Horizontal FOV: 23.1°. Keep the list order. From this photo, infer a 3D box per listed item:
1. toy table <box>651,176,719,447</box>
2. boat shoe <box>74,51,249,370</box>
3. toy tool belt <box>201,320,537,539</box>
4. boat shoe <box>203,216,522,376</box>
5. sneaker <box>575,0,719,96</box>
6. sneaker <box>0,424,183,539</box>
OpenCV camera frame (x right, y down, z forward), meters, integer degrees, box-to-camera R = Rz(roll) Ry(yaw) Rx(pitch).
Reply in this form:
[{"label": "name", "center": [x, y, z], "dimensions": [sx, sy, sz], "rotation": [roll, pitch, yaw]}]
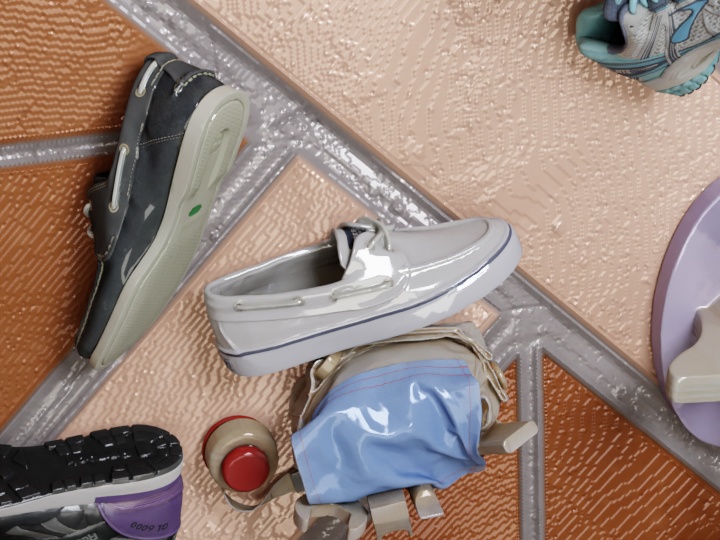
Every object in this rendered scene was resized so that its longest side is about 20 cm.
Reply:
[{"label": "toy table", "center": [0.267, 0.045, 1.143], "dimensions": [0.183, 0.117, 0.201], "rotation": [-13, 115, -8]}, {"label": "boat shoe", "center": [-0.131, -0.033, 1.053], "dimensions": [0.067, 0.072, 0.201], "rotation": [30, 114, 15]}, {"label": "toy tool belt", "center": [0.003, 0.108, 1.101], "dimensions": [0.199, 0.123, 0.125], "rotation": [-19, 115, -5]}, {"label": "boat shoe", "center": [0.000, 0.000, 1.088], "dimensions": [0.199, 0.072, 0.066], "rotation": [-18, 120, 3]}, {"label": "sneaker", "center": [0.184, -0.160, 1.007], "dimensions": [0.086, 0.200, 0.078], "rotation": [11, 66, -12]}, {"label": "sneaker", "center": [-0.208, 0.158, 1.101], "dimensions": [0.199, 0.076, 0.088], "rotation": [-4, 119, -12]}]
